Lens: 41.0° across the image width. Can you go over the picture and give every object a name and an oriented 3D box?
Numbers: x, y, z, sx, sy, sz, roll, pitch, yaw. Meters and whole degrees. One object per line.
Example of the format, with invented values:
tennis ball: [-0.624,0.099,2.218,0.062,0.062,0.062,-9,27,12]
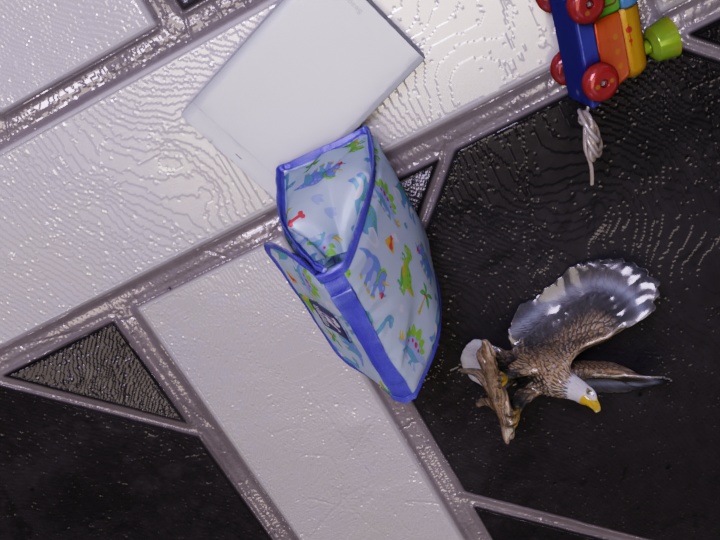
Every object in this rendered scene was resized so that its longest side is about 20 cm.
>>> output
hard drive: [-0.055,-0.175,0.904,0.132,0.026,0.200,40,110,-19]
eagle figurine: [0.215,0.095,1.004,0.199,0.152,0.152,-28,162,-19]
toy train: [0.240,-0.190,0.876,0.115,0.085,0.202,-21,116,-5]
lunch bag: [0.000,0.000,0.882,0.126,0.201,0.171,-24,126,10]
